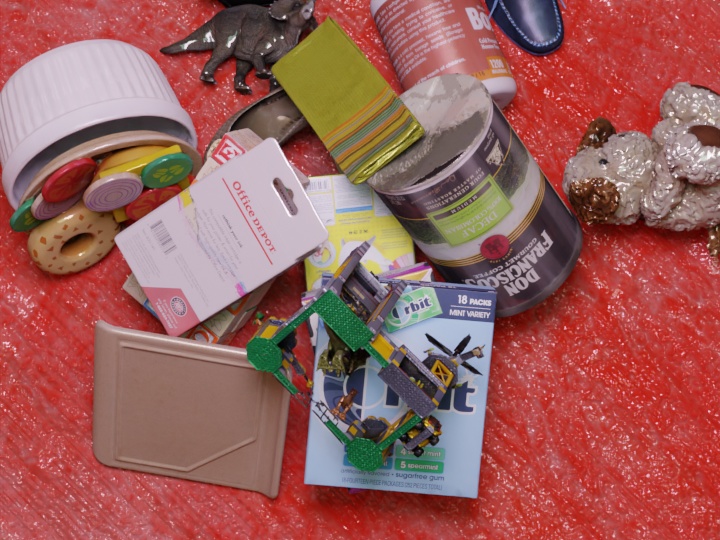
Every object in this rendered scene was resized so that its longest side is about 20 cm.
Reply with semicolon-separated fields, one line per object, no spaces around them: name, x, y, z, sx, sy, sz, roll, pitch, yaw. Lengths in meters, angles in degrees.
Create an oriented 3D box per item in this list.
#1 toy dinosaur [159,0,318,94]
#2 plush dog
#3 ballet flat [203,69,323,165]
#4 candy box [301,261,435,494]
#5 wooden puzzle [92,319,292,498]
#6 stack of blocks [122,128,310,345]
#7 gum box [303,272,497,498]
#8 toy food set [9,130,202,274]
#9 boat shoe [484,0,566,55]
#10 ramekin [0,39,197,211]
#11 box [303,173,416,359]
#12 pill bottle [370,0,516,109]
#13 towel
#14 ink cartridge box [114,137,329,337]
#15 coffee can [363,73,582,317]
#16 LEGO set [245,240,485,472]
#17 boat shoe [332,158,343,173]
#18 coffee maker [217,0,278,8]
toy dinosaur;-0.116;-0.243;1.718;0.199;0.077;0.103;0;72;33
plush dog;0.291;-0.092;1.650;0.170;0.200;0.162;0;115;10
ballet flat;-0.087;-0.155;1.671;0.199;0.046;0.068;-30;80;21
candy box;0.028;0.106;1.613;0.135;0.061;0.202;-15;97;-1
wooden puzzle;-0.167;0.135;1.597;0.198;0.186;0.037;13;39;5
stack of blocks;-0.134;-0.027;1.628;0.115;0.059;0.201;39;110;9
gum box;0.037;0.110;1.560;0.168;0.045;0.202;4;97;-2
toy food set;-0.249;-0.072;1.611;0.199;0.198;0.049;-20;68;-7
boat shoe;0.153;-0.322;1.729;0.084;0.069;0.201;-30;80;-6
ramekin;-0.273;-0.143;1.632;0.199;0.200;0.106;-22;68;-4
box;0.000;0.000;1.655;0.116;0.048;0.202;-5;93;-1
pill bottle;0.077;-0.252;1.692;0.111;0.112;0.201;-21;79;-4
towel;-0.017;-0.168;1.580;0.086;0.018;0.200;-38;49;3
ink cartridge box;-0.122;-0.035;1.554;0.199;0.067;0.117;-30;89;23
coffee can;0.109;-0.071;1.588;0.146;0.200;0.147;-24;40;21
LEGO set;0.005;0.073;1.496;0.200;0.116;0.154;39;124;-1
boat shoe;-0.003;-0.140;1.693;0.073;0.065;0.200;-38;81;-7
coffee maker;-0.118;-0.397;1.681;0.133;0.192;0.202;-4;79;-5
